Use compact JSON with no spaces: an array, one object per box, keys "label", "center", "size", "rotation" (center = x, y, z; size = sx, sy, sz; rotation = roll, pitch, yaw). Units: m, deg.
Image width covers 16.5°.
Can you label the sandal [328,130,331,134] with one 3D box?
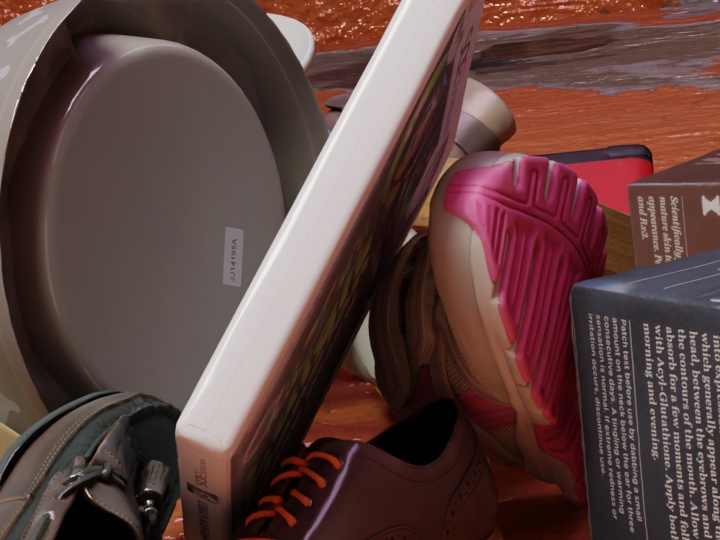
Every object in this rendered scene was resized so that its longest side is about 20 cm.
[{"label":"sandal","center":[-0.089,-0.005,1.157],"size":[0.200,0.087,0.080],"rotation":[-36,41,21]}]

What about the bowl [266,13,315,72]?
[{"label":"bowl","center":[-0.108,-0.052,1.273],"size":[0.200,0.091,0.201],"rotation":[-13,24,6]}]

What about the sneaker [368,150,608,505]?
[{"label":"sneaker","center":[0.041,0.022,0.906],"size":[0.088,0.082,0.200],"rotation":[12,-27,17]}]

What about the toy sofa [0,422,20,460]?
[{"label":"toy sofa","center":[-0.181,0.089,0.925],"size":[0.097,0.083,0.200],"rotation":[39,-17,-32]}]

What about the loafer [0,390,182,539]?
[{"label":"loafer","center":[-0.096,0.102,0.795],"size":[0.063,0.072,0.200],"rotation":[-6,24,30]}]

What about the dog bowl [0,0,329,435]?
[{"label":"dog bowl","center":[-0.086,-0.013,0.933],"size":[0.058,0.201,0.200],"rotation":[0,12,35]}]

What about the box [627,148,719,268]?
[{"label":"box","center":[0.205,-0.011,1.162],"size":[0.075,0.101,0.200],"rotation":[0,12,34]}]

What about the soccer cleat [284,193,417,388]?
[{"label":"soccer cleat","center":[0.000,0.000,1.029],"size":[0.199,0.078,0.069],"rotation":[23,36,19]}]

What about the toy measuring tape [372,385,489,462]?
[{"label":"toy measuring tape","center":[0.044,0.039,1.108],"size":[0.073,0.074,0.200],"rotation":[-9,21,-14]}]

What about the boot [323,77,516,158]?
[{"label":"boot","center":[0.020,-0.040,1.305],"size":[0.146,0.070,0.200],"rotation":[-36,34,-7]}]

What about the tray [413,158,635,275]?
[{"label":"tray","center":[0.093,-0.010,1.183],"size":[0.199,0.037,0.098],"rotation":[18,-8,-41]}]

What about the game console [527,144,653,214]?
[{"label":"game console","center":[0.071,0.001,1.404],"size":[0.199,0.119,0.173],"rotation":[-6,42,7]}]

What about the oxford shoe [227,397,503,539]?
[{"label":"oxford shoe","center":[-0.026,0.094,0.814],"size":[0.071,0.073,0.200],"rotation":[2,14,36]}]

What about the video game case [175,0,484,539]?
[{"label":"video game case","center":[-0.009,0.000,0.868],"size":[0.023,0.201,0.182],"rotation":[26,-18,6]}]

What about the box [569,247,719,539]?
[{"label":"box","center":[0.189,0.051,0.818],"size":[0.148,0.108,0.200],"rotation":[-13,13,-33]}]
